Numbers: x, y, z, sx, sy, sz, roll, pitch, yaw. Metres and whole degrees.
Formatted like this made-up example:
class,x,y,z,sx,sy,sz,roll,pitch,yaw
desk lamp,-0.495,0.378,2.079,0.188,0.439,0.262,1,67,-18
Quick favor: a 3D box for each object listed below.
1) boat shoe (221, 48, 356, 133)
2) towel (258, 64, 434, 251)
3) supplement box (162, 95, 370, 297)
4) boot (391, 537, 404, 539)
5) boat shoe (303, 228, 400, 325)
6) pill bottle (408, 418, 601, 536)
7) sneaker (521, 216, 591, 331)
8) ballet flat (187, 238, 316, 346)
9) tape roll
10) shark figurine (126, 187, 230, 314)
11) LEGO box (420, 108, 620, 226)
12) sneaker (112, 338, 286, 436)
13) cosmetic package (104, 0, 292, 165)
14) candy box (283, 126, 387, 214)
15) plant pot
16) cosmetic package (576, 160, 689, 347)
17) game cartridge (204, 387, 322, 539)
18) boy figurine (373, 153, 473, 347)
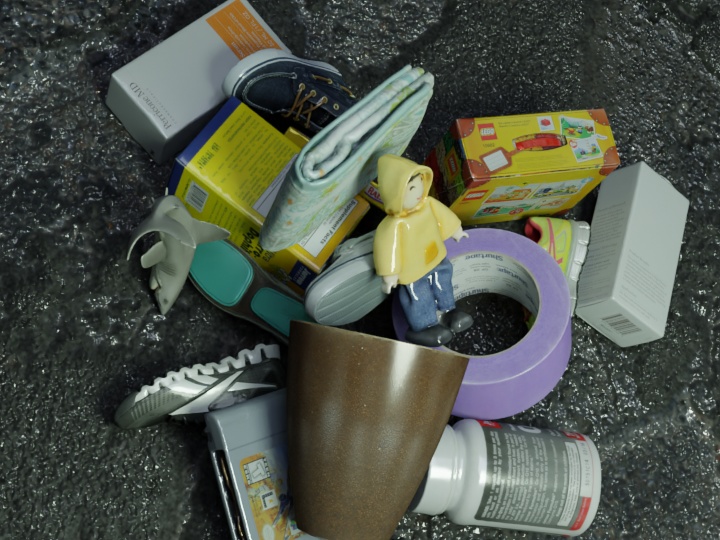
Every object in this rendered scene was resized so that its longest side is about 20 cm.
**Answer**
class,x,y,z,sx,sy,sz,roll,pitch,yaw
boat shoe,-0.067,-0.198,1.409,0.091,0.071,0.199,49,30,21
towel,-0.014,-0.111,1.258,0.048,0.171,0.200,45,62,8
supplement box,-0.108,-0.076,1.371,0.199,0.110,0.109,38,62,0
boot,0.130,0.361,1.300,0.197,0.066,0.167,-2,78,-16
boat shoe,0.000,0.000,1.314,0.067,0.074,0.199,36,37,29
pill bottle,0.152,0.224,1.336,0.197,0.114,0.115,9,66,-15
sneaker,0.215,0.020,1.470,0.089,0.078,0.202,18,58,-2
ballet flat,-0.116,0.029,1.350,0.199,0.064,0.068,34,84,17
tape roll,0.137,0.058,1.369,0.197,0.085,0.202,-5,55,7
shark figurine,-0.180,-0.041,1.263,0.088,0.215,0.130,9,72,-2
LEGO box,0.185,-0.121,1.467,0.197,0.149,0.078,-7,71,-22
sneaker,-0.160,0.143,1.288,0.198,0.067,0.091,-17,73,-26
cosmetic package,-0.188,-0.225,1.424,0.200,0.071,0.102,-40,86,-27
candy box,-0.004,-0.104,1.425,0.199,0.102,0.027,33,91,-4
plant pot,-0.001,0.166,1.222,0.184,0.187,0.203,13,86,-13
cosmetic package,0.335,-0.021,1.509,0.101,0.074,0.202,35,58,-27
game cartridge,-0.081,0.228,1.260,0.132,0.041,0.203,-15,89,-38
boy figurine,0.065,-0.028,1.269,0.124,0.064,0.202,-27,115,-33
